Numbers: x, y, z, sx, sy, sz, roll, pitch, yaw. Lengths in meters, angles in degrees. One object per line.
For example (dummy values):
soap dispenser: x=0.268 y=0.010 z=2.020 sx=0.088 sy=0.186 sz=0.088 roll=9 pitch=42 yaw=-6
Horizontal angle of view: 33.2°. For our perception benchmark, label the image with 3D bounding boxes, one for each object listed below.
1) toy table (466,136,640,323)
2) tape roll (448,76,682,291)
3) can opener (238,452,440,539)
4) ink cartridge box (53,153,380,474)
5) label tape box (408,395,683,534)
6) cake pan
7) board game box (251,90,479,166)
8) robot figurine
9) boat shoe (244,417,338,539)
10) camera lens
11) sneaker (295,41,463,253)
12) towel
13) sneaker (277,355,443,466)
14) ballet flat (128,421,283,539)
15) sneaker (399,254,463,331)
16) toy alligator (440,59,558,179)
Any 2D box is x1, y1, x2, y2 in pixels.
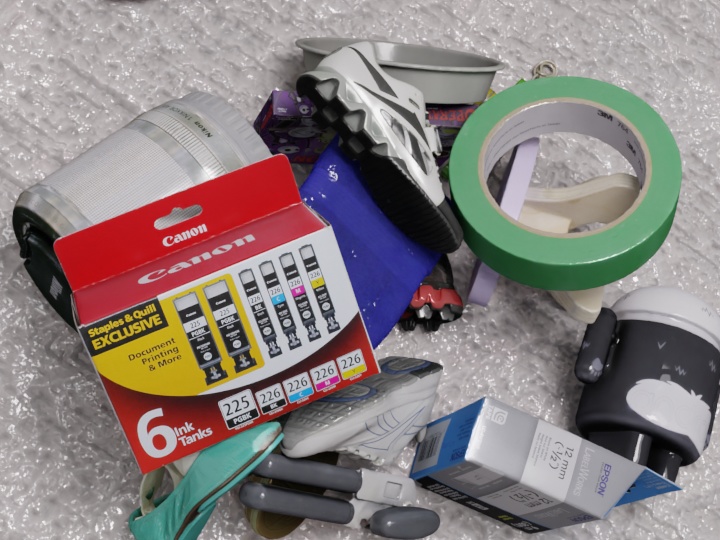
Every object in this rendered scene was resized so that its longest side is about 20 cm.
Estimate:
toy table: x=0.181 y=-0.035 z=1.156 sx=0.117 sy=0.184 sz=0.200 roll=18 pitch=61 yaw=2
tape roll: x=0.178 y=-0.079 z=1.063 sx=0.200 sy=0.048 sz=0.200 roll=-3 pitch=60 yaw=5
can opener: x=-0.010 y=0.195 z=1.035 sx=0.200 sy=0.067 sz=0.053 roll=21 pitch=80 yaw=-44
ink cartridge box: x=-0.111 y=0.029 z=0.922 sx=0.200 sy=0.084 sz=0.176 roll=-23 pitch=112 yaw=-10
label tape box: x=0.162 y=0.191 z=1.084 sx=0.200 sy=0.143 sz=0.066 roll=27 pitch=67 yaw=-9
cake pan: x=0.036 y=-0.191 z=1.149 sx=0.200 sy=0.200 sz=0.037 roll=1 pitch=106 yaw=-18
board game box: x=0.000 y=-0.130 z=1.144 sx=0.200 sy=0.120 sz=0.032 roll=1 pitch=78 yaw=-18
robot figurine: x=0.278 y=0.112 z=1.163 sx=0.125 sy=0.150 sz=0.200 roll=12 pitch=67 yaw=21
boat shoe: x=-0.059 y=0.140 z=1.078 sx=0.073 sy=0.063 sz=0.201 roll=36 pitch=66 yaw=-45
camera lens: x=-0.180 y=-0.041 z=1.033 sx=0.200 sy=0.160 sz=0.160 roll=-38 pitch=88 yaw=-25
sneaker: x=0.039 y=-0.109 z=1.030 sx=0.089 sy=0.074 sz=0.200 roll=-43 pitch=105 yaw=-27
towel: x=-0.010 y=-0.020 z=1.058 sx=0.148 sy=0.050 sz=0.200 roll=44 pitch=63 yaw=-17
sneaker: x=0.007 y=0.135 z=1.053 sx=0.200 sy=0.074 sz=0.087 roll=-13 pitch=108 yaw=-48
ballet flat: x=-0.136 y=0.168 z=0.971 sx=0.070 sy=0.200 sz=0.067 roll=44 pitch=37 yaw=6
sneaker: x=0.000 y=0.000 z=1.131 sx=0.200 sy=0.071 sz=0.098 roll=5 pitch=72 yaw=-19
toy alligator: x=0.152 y=-0.166 z=1.242 sx=0.059 sy=0.054 sz=0.200 roll=45 pitch=65 yaw=-2
